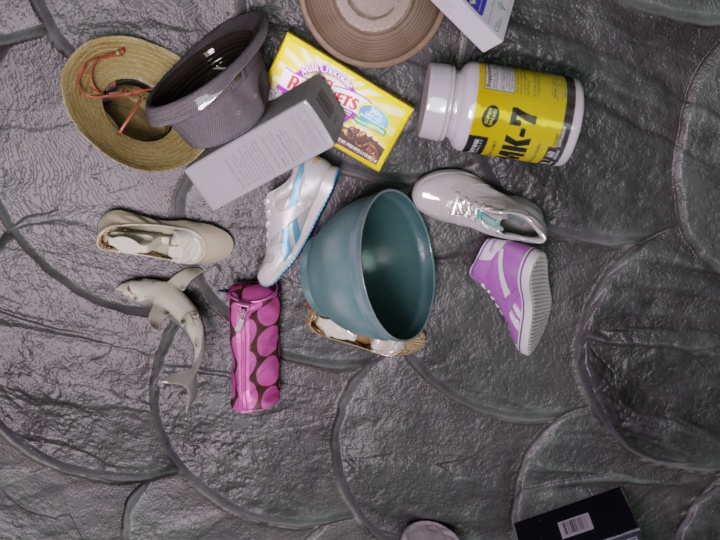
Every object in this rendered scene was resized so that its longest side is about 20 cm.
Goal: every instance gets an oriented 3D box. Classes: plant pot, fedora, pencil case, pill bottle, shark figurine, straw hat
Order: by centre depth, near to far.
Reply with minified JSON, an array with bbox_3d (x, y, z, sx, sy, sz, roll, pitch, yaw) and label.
[{"bbox_3d":[0.017,-0.353,0.929,0.196,0.093,0.205,0,111,0],"label":"plant pot"},{"bbox_3d":[-0.174,-0.226,0.940,0.174,0.202,0.091,-1,137,39],"label":"fedora"},{"bbox_3d":[0.178,-0.207,0.972,0.196,0.115,0.116,8,112,-2],"label":"pill bottle"},{"bbox_3d":[-0.298,-0.204,0.991,0.200,0.203,0.085,35,147,-13],"label":"straw hat"},{"bbox_3d":[0.000,0.000,1.029,0.132,0.200,0.203,-7,114,32],"label":"plant pot"},{"bbox_3d":[-0.261,0.089,1.103,0.127,0.216,0.090,-27,153,-18],"label":"shark figurine"},{"bbox_3d":[-0.162,0.117,1.115,0.089,0.094,0.204,0,112,1],"label":"pencil case"},{"bbox_3d":[0.103,0.539,1.266,0.110,0.113,0.204,11,112,-3],"label":"pill bottle"}]

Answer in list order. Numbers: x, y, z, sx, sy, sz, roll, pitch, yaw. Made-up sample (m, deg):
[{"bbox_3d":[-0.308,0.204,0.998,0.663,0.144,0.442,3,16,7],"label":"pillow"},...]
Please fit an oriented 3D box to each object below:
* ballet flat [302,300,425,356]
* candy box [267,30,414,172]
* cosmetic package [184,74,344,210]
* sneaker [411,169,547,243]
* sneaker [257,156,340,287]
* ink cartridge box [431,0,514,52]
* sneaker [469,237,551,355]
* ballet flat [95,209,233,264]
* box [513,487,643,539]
[{"bbox_3d":[0.005,0.094,1.118,0.196,0.065,0.072,15,111,-5],"label":"ballet flat"},{"bbox_3d":[-0.035,-0.228,1.013,0.198,0.026,0.103,28,108,-10],"label":"candy box"},{"bbox_3d":[-0.124,-0.167,0.981,0.198,0.102,0.075,-26,115,23],"label":"cosmetic package"},{"bbox_3d":[0.168,-0.083,1.033,0.196,0.089,0.077,14,113,-4],"label":"sneaker"},{"bbox_3d":[-0.103,-0.072,1.056,0.080,0.077,0.202,27,103,-2],"label":"sneaker"},{"bbox_3d":[0.107,-0.366,0.895,0.199,0.101,0.039,37,150,-29],"label":"ink cartridge box"},{"bbox_3d":[0.217,0.032,1.098,0.113,0.073,0.203,21,139,33],"label":"sneaker"},{"bbox_3d":[-0.283,-0.039,1.071,0.196,0.070,0.071,8,112,-3],"label":"ballet flat"},{"bbox_3d":[0.382,0.495,1.248,0.197,0.104,0.185,-22,109,9],"label":"box"}]
